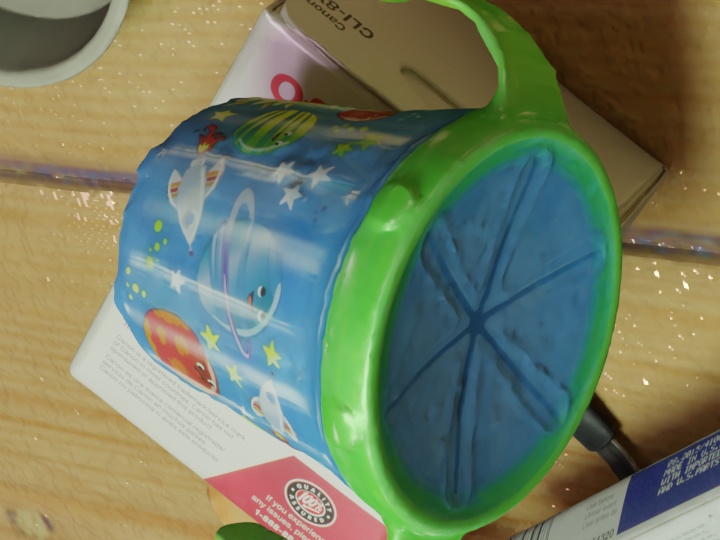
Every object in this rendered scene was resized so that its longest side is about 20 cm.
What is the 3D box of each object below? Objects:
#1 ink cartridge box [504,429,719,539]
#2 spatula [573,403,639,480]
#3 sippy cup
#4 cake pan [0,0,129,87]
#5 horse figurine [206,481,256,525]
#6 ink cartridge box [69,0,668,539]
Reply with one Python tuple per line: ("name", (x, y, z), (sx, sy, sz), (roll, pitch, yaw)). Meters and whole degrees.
("ink cartridge box", (0.167, 0.139, 1.006), (0.200, 0.043, 0.196), (30, 144, -20))
("spatula", (0.103, 0.083, 1.048), (0.200, 0.021, 0.057), (50, 140, -4))
("sippy cup", (-0.005, 0.003, 0.867), (0.130, 0.178, 0.140), (19, 153, 36))
("cake pan", (-0.160, -0.167, 1.049), (0.200, 0.037, 0.201), (23, 136, 25))
("horse figurine", (-0.013, 0.117, 1.113), (0.200, 0.050, 0.133), (50, 179, 7))
("ink cartridge box", (0.000, 0.000, 0.994), (0.145, 0.083, 0.200), (39, 130, 7))
